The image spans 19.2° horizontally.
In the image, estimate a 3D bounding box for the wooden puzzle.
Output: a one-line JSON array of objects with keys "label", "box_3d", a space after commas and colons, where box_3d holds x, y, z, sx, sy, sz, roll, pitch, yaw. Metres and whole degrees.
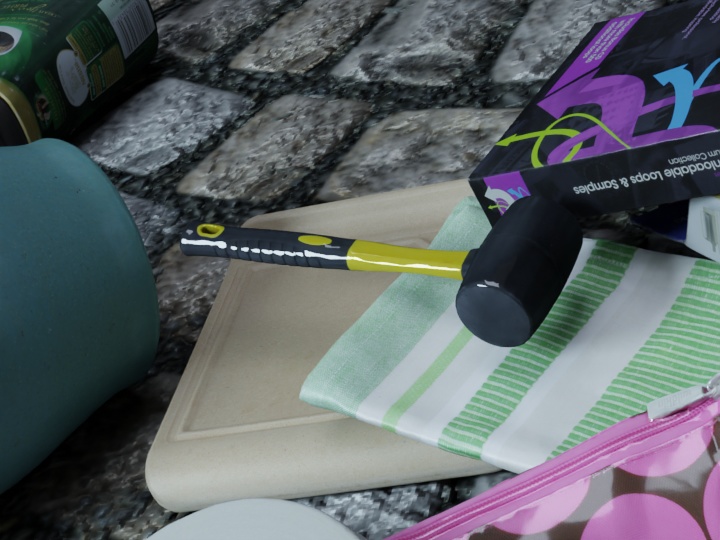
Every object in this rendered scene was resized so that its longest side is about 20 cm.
[{"label": "wooden puzzle", "box_3d": [0.004, 0.035, 1.029, 0.184, 0.037, 0.201, -10, 37, 20]}]

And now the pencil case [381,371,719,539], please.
[{"label": "pencil case", "box_3d": [0.082, 0.108, 0.793, 0.199, 0.094, 0.091, -26, 28, -6]}]

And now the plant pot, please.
[{"label": "plant pot", "box_3d": [-0.209, 0.026, 1.040, 0.187, 0.202, 0.199, -23, 25, -34]}]

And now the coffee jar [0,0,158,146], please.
[{"label": "coffee jar", "box_3d": [-0.221, -0.119, 1.374, 0.104, 0.086, 0.200, 3, 37, 31]}]

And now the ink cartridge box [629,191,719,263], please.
[{"label": "ink cartridge box", "box_3d": [0.251, -0.040, 0.939, 0.196, 0.047, 0.200, -21, 29, -21]}]

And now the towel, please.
[{"label": "towel", "box_3d": [0.095, 0.034, 0.935, 0.199, 0.024, 0.153, 16, 45, 31]}]

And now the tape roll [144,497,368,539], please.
[{"label": "tape roll", "box_3d": [-0.052, 0.178, 0.737, 0.202, 0.037, 0.204, -23, 49, 29]}]

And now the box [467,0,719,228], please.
[{"label": "box", "box_3d": [0.161, -0.083, 0.964, 0.199, 0.036, 0.143, -8, 31, 42]}]

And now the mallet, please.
[{"label": "mallet", "box_3d": [0.000, 0.000, 0.965, 0.198, 0.041, 0.066, 0, 41, 25]}]
